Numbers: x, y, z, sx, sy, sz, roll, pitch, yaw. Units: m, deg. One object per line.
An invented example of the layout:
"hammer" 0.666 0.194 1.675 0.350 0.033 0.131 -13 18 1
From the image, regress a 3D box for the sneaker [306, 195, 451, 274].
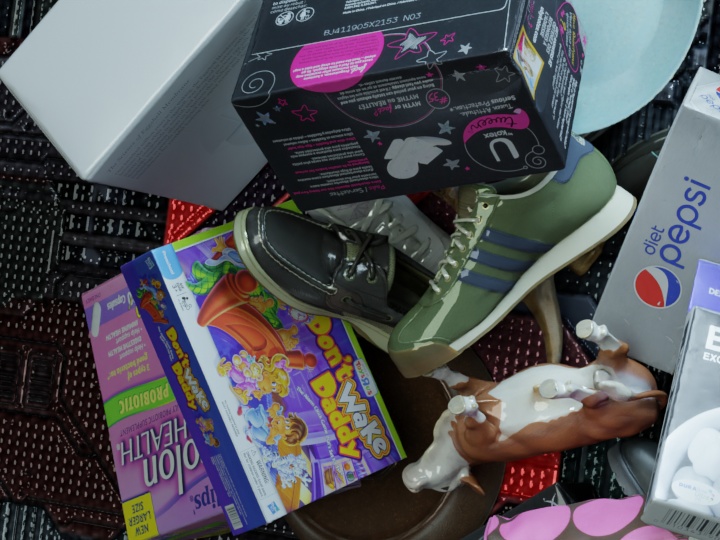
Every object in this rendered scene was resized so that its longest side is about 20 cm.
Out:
"sneaker" 0.008 -0.027 1.750 0.200 0.100 0.075 44 96 16

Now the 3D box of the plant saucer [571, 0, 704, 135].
"plant saucer" 0.146 -0.189 1.654 0.201 0.039 0.201 -3 84 25

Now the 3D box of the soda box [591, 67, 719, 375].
"soda box" 0.220 -0.032 1.621 0.068 0.063 0.200 23 124 7

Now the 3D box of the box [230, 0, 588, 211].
"box" 0.036 -0.133 1.595 0.200 0.115 0.132 -8 45 24

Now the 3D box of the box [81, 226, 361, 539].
"box" -0.106 0.086 1.765 0.176 0.097 0.200 -24 75 49

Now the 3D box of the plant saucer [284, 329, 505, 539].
"plant saucer" 0.011 0.129 1.777 0.200 0.034 0.201 -2 85 25

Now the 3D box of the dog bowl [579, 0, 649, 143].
"dog bowl" 0.123 -0.170 1.725 0.200 0.074 0.201 -3 84 25

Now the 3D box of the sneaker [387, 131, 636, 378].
"sneaker" 0.084 -0.022 1.621 0.200 0.067 0.090 -37 109 -3

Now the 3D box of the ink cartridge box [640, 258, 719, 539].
"ink cartridge box" 0.294 0.095 1.529 0.198 0.043 0.200 17 61 -1

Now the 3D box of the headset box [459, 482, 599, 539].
"headset box" 0.104 0.262 1.697 0.200 0.077 0.149 -34 72 20

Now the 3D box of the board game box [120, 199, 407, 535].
"board game box" -0.066 0.064 1.658 0.045 0.134 0.200 -26 87 50

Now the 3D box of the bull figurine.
"bull figurine" 0.109 0.098 1.659 0.200 0.121 0.065 -18 58 17

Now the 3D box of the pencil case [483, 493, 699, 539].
"pencil case" 0.179 0.185 1.581 0.200 0.094 0.091 -13 103 18

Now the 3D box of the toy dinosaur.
"toy dinosaur" 0.125 0.001 1.725 0.106 0.060 0.200 -32 81 26

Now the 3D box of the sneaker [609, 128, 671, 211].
"sneaker" 0.256 -0.071 1.653 0.200 0.075 0.079 -22 79 23

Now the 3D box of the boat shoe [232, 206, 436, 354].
"boat shoe" 0.000 0.001 1.656 0.066 0.201 0.072 -27 46 36

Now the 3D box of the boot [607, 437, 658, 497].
"boot" 0.290 0.127 1.624 0.200 0.066 0.165 -43 78 20

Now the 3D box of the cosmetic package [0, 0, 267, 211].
"cosmetic package" -0.123 -0.164 1.773 0.199 0.200 0.123 -47 69 14
